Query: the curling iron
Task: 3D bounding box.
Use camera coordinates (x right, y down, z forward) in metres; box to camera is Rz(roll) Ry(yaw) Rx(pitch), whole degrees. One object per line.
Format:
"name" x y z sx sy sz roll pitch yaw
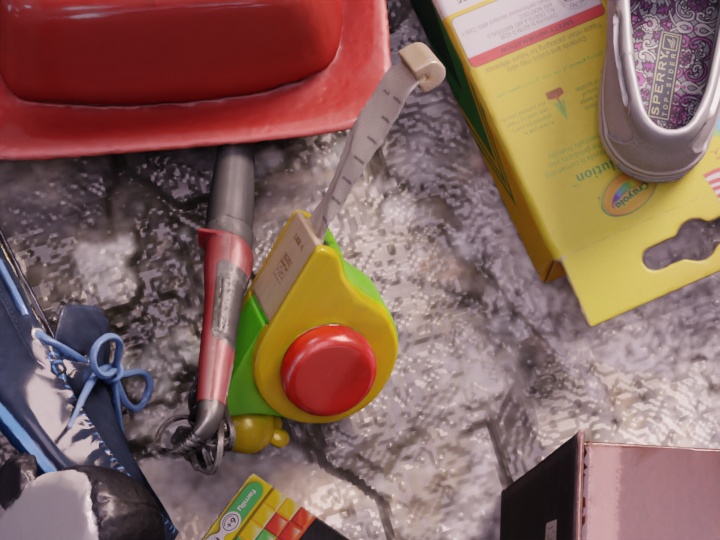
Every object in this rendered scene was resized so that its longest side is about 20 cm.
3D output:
"curling iron" -0.064 -0.003 0.870 0.025 0.050 0.201 19 57 -26

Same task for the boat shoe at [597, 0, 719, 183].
"boat shoe" 0.136 -0.141 0.860 0.072 0.069 0.201 13 78 1

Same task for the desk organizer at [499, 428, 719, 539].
"desk organizer" 0.105 0.114 0.791 0.077 0.200 0.072 4 78 -3

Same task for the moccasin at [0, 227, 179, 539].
"moccasin" -0.137 0.036 0.862 0.068 0.080 0.200 -37 82 -13

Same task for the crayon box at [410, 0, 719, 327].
"crayon box" 0.113 -0.083 0.907 0.126 0.051 0.201 -22 79 -7

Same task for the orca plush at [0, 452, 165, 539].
"orca plush" -0.117 0.144 0.809 0.071 0.200 0.105 6 39 -32

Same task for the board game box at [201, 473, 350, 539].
"board game box" -0.039 0.206 0.801 0.165 0.057 0.200 27 76 40

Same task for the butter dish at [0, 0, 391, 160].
"butter dish" -0.089 -0.166 0.863 0.199 0.148 0.201 -5 71 -2

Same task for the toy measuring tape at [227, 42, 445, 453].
"toy measuring tape" 0.000 0.000 0.858 0.073 0.074 0.201 33 108 5
